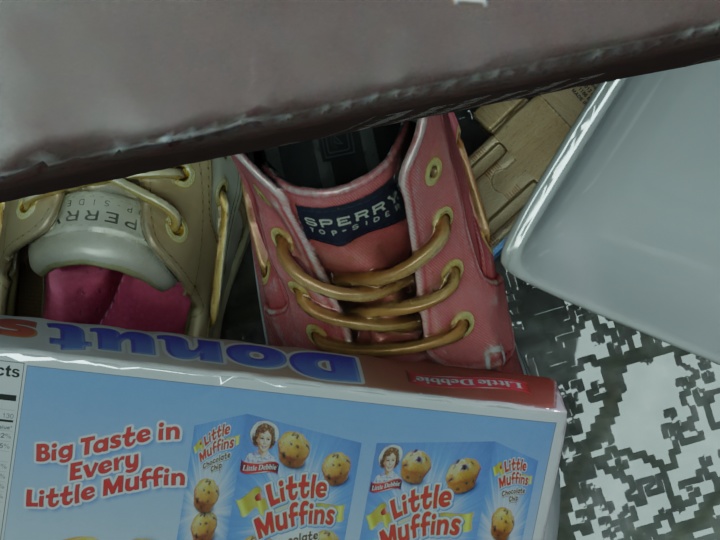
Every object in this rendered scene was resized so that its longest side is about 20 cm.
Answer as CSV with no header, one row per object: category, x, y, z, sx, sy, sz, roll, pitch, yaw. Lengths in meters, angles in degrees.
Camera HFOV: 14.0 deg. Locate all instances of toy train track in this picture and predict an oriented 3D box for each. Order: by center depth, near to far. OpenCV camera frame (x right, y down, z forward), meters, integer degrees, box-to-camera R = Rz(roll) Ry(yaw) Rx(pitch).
toy train track,0.035,-0.018,0.816,0.200,0.033,0.115,-43,82,1

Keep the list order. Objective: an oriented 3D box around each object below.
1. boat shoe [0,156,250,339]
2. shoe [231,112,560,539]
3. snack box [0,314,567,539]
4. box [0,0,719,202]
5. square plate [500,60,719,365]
boat shoe,-0.066,-0.008,0.817,0.074,0.069,0.201,5,101,5
shoe,0.000,0.000,0.756,0.071,0.091,0.201,-15,84,6
snack box,-0.053,0.052,0.722,0.199,0.024,0.072,7,110,-9
box,-0.004,-0.113,0.626,0.199,0.166,0.165,-12,92,-10
square plate,0.160,-0.053,0.775,0.200,0.028,0.198,24,102,-25
